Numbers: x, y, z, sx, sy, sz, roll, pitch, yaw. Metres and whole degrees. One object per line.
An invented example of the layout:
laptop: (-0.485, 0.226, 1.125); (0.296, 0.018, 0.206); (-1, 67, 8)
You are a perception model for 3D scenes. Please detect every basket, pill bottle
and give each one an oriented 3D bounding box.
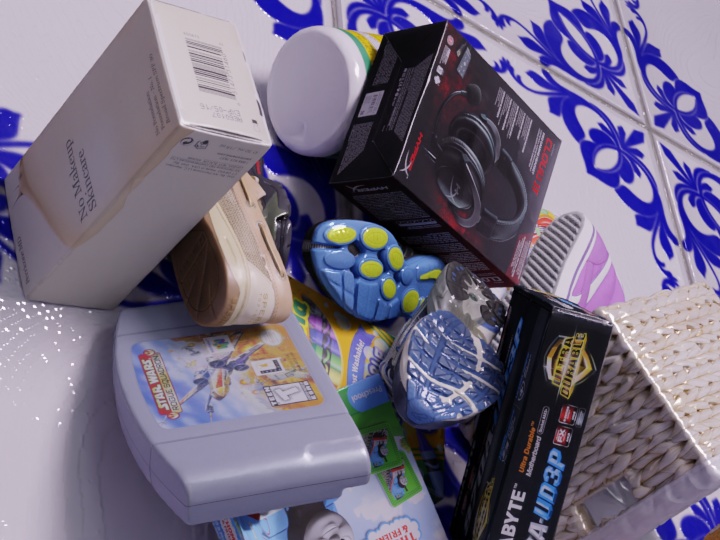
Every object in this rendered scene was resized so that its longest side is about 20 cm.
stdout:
basket: (0.225, 0.128, 1.087); (0.199, 0.198, 0.161); (-9, 64, -48)
pill bottle: (0.023, -0.153, 1.189); (0.199, 0.113, 0.113); (-1, 60, -47)

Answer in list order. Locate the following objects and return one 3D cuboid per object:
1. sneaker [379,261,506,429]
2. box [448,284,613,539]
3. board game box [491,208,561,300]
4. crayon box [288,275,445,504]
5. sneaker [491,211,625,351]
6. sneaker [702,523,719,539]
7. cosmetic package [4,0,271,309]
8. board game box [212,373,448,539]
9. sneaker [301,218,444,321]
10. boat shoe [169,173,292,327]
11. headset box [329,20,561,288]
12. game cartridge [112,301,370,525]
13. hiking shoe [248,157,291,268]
sneaker: (0.054, 0.072, 0.956); (0.077, 0.085, 0.200); (40, 24, -2)
box: (0.116, 0.117, 0.942); (0.046, 0.201, 0.159); (15, 4, -3)
board game box: (0.150, -0.006, 1.258); (0.199, 0.034, 0.135); (14, 50, -38)
crayon box: (-0.026, 0.088, 0.983); (0.199, 0.052, 0.126); (30, 41, -24)
sneaker: (0.178, 0.053, 1.172); (0.201, 0.072, 0.115); (-52, 119, -31)
sneaker: (0.360, 0.315, 1.165); (0.087, 0.076, 0.201); (30, 42, -25)
cosmetic package: (-0.151, -0.070, 0.867); (0.073, 0.200, 0.104); (9, 51, -42)
board game box: (-0.012, 0.185, 0.878); (0.151, 0.037, 0.201); (-18, 83, -38)
sneaker: (0.000, 0.000, 1.042); (0.082, 0.071, 0.199); (16, 0, 24)
boat shoe: (-0.102, -0.042, 0.913); (0.064, 0.071, 0.201); (6, 49, -36)
headset box: (0.082, -0.086, 1.113); (0.200, 0.077, 0.150); (38, 62, -38)
game cartridge: (-0.087, 0.079, 0.846); (0.132, 0.042, 0.200); (-4, 31, -21)
hiking shoe: (-0.122, -0.073, 0.998); (0.100, 0.076, 0.200); (-7, 44, -23)
